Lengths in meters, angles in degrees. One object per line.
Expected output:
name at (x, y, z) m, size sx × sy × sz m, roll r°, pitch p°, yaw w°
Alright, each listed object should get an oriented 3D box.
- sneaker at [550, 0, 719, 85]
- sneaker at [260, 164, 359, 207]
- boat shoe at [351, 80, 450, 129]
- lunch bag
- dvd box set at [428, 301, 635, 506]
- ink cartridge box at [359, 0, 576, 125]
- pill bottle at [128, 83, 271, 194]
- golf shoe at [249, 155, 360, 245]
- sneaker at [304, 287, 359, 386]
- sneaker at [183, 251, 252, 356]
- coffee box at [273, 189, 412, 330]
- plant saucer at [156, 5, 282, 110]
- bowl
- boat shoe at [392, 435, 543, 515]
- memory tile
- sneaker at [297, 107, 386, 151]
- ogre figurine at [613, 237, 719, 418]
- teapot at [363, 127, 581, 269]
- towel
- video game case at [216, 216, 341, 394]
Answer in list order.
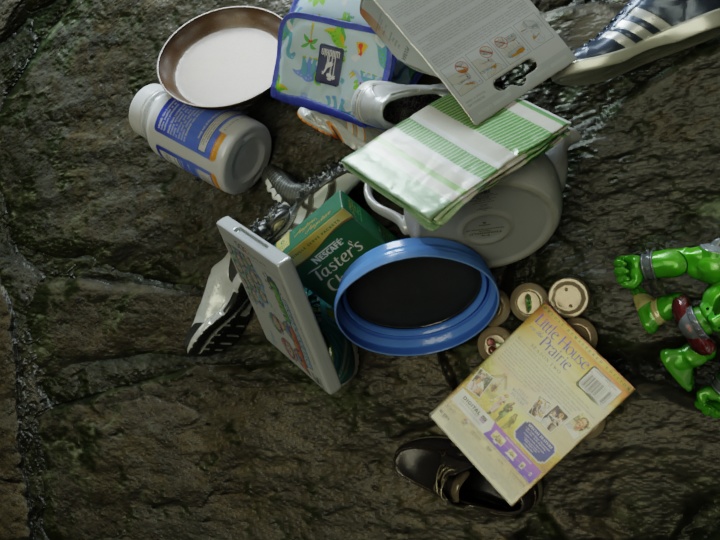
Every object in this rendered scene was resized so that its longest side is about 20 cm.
sneaker at (0.309, -0.279, 0.881) m, size 0.200 × 0.075 × 0.085 m, roll -18°, pitch 85°, yaw 15°
sneaker at (-0.049, -0.094, 1.064) m, size 0.200 × 0.066 × 0.091 m, roll 44°, pitch 106°, yaw 14°
boat shoe at (0.087, -0.192, 0.919) m, size 0.069 × 0.200 × 0.072 m, roll 38°, pitch 118°, yaw 48°
lunch bag at (-0.007, -0.288, 0.980) m, size 0.170 × 0.127 × 0.200 m, roll 21°, pitch 83°, yaw 25°
dvd box set at (0.202, 0.157, 0.920) m, size 0.200 × 0.029 × 0.146 m, roll -46°, pitch 71°, yaw 6°
ink cartridge box at (0.122, -0.270, 0.876) m, size 0.162 × 0.050 × 0.200 m, roll -35°, pitch 84°, yaw -18°
pill bottle at (-0.238, -0.200, 1.125) m, size 0.200 × 0.112 × 0.112 m, roll 29°, pitch 104°, yaw 22°
golf shoe at (-0.052, -0.072, 1.002) m, size 0.200 × 0.078 × 0.095 m, roll -36°, pitch 103°, yaw 19°
sneaker at (-0.054, 0.063, 1.060) m, size 0.077 × 0.080 × 0.200 m, roll -20°, pitch 82°, yaw 25°
sneaker at (-0.202, 0.043, 1.146) m, size 0.200 × 0.074 × 0.080 m, roll -53°, pitch 56°, yaw 13°
coffee box at (0.000, 0.000, 0.980) m, size 0.123 × 0.200 × 0.044 m, roll -36°, pitch 34°, yaw 22°
plant saucer at (-0.188, -0.297, 1.094) m, size 0.200 × 0.032 × 0.200 m, roll -4°, pitch 59°, yaw 6°
bowl at (0.067, 0.034, 0.943) m, size 0.200 × 0.201 × 0.039 m, roll -27°, pitch 45°, yaw 24°
boat shoe at (0.129, 0.260, 0.980) m, size 0.200 × 0.073 × 0.075 m, roll 5°, pitch 94°, yaw 26°
memory tile at (0.222, 0.114, 0.963) m, size 0.153 × 0.017 × 0.200 m, roll -8°, pitch 88°, yaw 26°
sneaker at (0.009, -0.202, 1.028) m, size 0.200 × 0.076 × 0.092 m, roll 33°, pitch 101°, yaw 20°
ogre figurine at (0.378, 0.054, 0.843) m, size 0.120 × 0.098 × 0.200 m, roll -33°, pitch 66°, yaw 35°
teapot at (0.137, -0.104, 0.924) m, size 0.197 × 0.200 × 0.146 m, roll -43°, pitch 39°, yaw 42°
towel at (0.103, -0.131, 0.821) m, size 0.200 × 0.023 × 0.153 m, roll -35°, pitch 50°, yaw -18°
video game case at (-0.104, 0.042, 0.973) m, size 0.182 × 0.024 × 0.200 m, roll 30°, pitch 146°, yaw 52°
